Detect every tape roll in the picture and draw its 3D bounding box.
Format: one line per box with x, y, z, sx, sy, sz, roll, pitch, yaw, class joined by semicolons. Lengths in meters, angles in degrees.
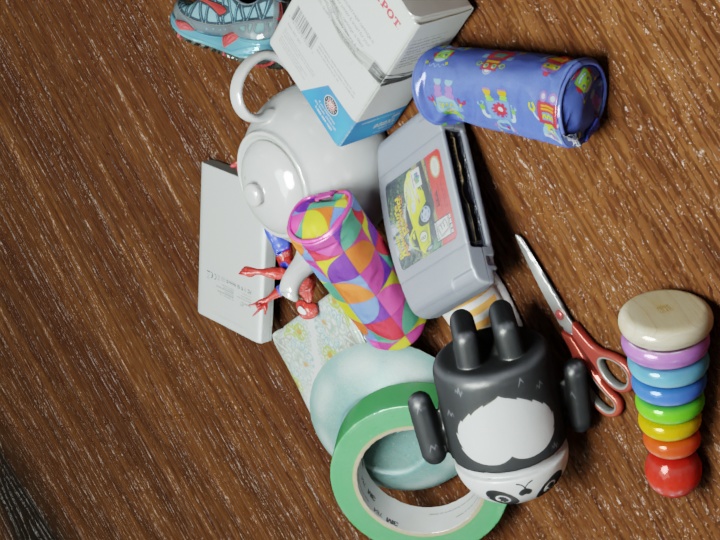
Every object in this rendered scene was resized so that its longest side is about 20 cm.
0.067;0.219;1.545;0.197;0.048;0.203;4;119;7;tape roll

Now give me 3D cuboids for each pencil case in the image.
0.140;-0.164;1.318;0.199;0.078;0.087;15;139;45;pencil case
0.000;0.000;1.494;0.088;0.089;0.201;18;153;44;pencil case

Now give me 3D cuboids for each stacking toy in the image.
0.286;0.122;1.306;0.085;0.085;0.202;21;130;42;stacking toy

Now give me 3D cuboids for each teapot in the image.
-0.069;-0.110;1.541;0.200;0.145;0.198;50;140;20;teapot

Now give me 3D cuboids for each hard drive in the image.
-0.155;-0.025;1.762;0.131;0.026;0.203;23;116;42;hard drive

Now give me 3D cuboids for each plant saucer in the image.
0.032;0.176;1.583;0.198;0.039;0.203;7;120;13;plant saucer

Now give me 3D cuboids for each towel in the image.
-0.016;0.118;1.684;0.200;0.048;0.173;-35;79;52;towel

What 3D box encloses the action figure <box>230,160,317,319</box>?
-0.118;-0.025;1.652;0.202;0.098;0.065;63;-174;4;action figure

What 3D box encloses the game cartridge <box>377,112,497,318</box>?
0.073;-0.060;1.438;0.133;0.040;0.203;-37;60;56;game cartridge

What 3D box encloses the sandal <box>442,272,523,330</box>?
0.100;0.012;1.474;0.079;0.059;0.209;-25;90;52;sandal

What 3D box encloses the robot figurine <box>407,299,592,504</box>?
0.141;0.136;1.406;0.149;0.124;0.202;5;117;39;robot figurine

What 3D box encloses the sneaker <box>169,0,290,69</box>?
-0.141;-0.293;1.605;0.199;0.079;0.097;26;104;43;sneaker

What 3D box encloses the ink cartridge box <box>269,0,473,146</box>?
0.007;-0.248;1.423;0.146;0.083;0.200;58;142;16;ink cartridge box

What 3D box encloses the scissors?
0.204;0.058;1.411;0.201;0.014;0.073;51;142;16;scissors
